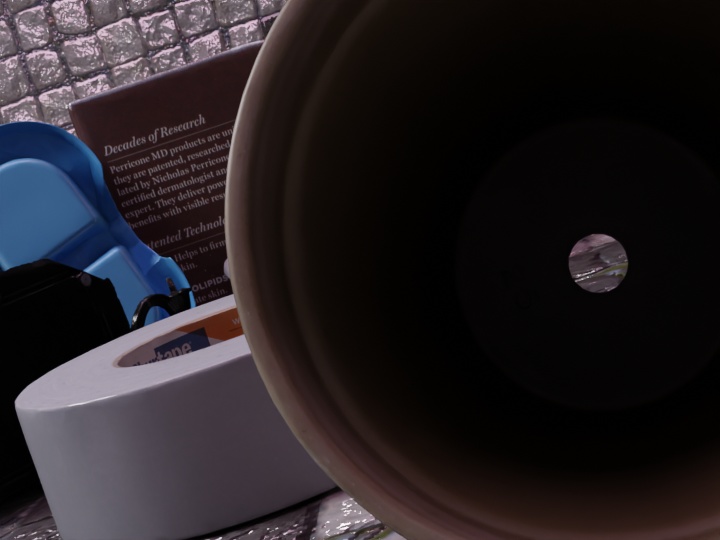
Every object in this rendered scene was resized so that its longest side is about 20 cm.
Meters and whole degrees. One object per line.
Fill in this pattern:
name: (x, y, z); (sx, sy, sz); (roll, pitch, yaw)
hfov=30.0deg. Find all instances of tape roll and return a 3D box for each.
tape roll: (-0.055, 0.055, 0.624); (0.198, 0.067, 0.200); (-18, 8, 3)

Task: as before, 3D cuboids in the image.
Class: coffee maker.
coffee maker: (-0.230, 0.072, 0.783); (0.199, 0.136, 0.191); (-10, -12, 41)

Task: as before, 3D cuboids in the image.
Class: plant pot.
plant pot: (0.075, -0.012, 0.423); (0.198, 0.202, 0.173); (-17, -8, 9)

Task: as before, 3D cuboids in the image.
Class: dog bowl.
dog bowl: (-0.191, -0.002, 0.884); (0.111, 0.201, 0.050); (-37, 1, -11)

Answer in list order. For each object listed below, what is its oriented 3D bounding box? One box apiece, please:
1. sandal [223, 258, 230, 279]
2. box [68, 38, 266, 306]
sandal: (0.003, 0.002, 0.949); (0.201, 0.050, 0.082); (-8, 18, -24)
box: (-0.116, -0.056, 1.043); (0.163, 0.202, 0.166); (-20, 7, -8)
